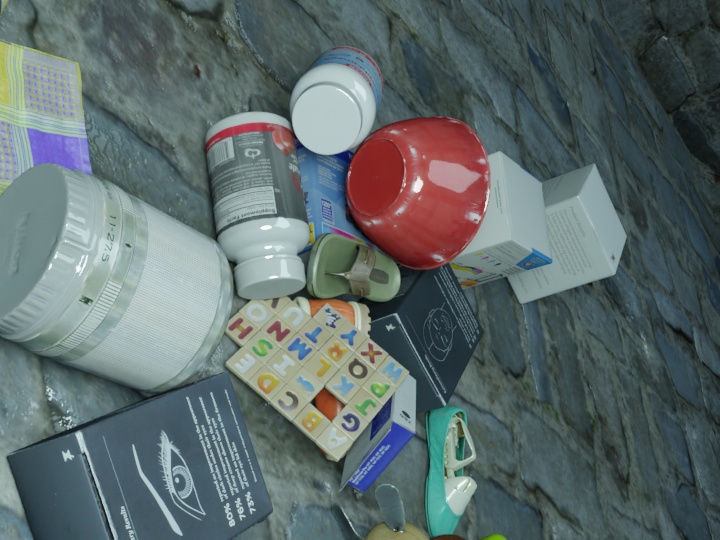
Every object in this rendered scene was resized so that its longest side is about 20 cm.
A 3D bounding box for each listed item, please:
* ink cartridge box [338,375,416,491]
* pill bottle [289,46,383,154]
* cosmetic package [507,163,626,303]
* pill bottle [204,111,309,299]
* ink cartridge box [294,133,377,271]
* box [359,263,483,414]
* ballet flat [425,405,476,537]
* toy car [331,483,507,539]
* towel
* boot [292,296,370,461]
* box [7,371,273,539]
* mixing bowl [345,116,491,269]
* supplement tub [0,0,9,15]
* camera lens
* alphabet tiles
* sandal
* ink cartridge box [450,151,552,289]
[{"bbox_3d":[0.024,0.194,1.109,0.039,0.100,0.200,37,15,-5],"label":"ink cartridge box"},{"bbox_3d":[-0.030,-0.212,1.162,0.110,0.108,0.200,59,16,-17],"label":"pill bottle"},{"bbox_3d":[0.371,-0.069,1.747,0.169,0.198,0.167,61,33,-15],"label":"cosmetic package"},{"bbox_3d":[-0.119,-0.074,1.091,0.110,0.110,0.203,12,63,-53],"label":"pill bottle"},{"bbox_3d":[-0.049,-0.098,1.246,0.136,0.076,0.203,22,54,-50],"label":"ink cartridge box"},{"bbox_3d":[0.074,0.088,1.299,0.150,0.106,0.200,61,32,-14],"label":"box"},{"bbox_3d":[0.130,0.284,1.311,0.067,0.070,0.203,33,48,-44],"label":"ballet flat"},{"bbox_3d":[0.056,0.339,1.103,0.201,0.164,0.158,51,35,-9],"label":"toy car"},{"bbox_3d":[-0.320,-0.129,0.899,0.143,0.023,0.203,12,63,-55],"label":"towel"},{"bbox_3d":[-0.051,0.129,1.138,0.106,0.075,0.203,15,65,-30],"label":"boot"},{"bbox_3d":[-0.192,0.195,0.839,0.199,0.103,0.150,-15,86,-57],"label":"box"},{"bbox_3d":[0.053,-0.106,1.159,0.108,0.199,0.203,9,66,-47],"label":"mixing bowl"},{"bbox_3d":[-0.362,-0.301,0.813,0.144,0.143,0.202,42,41,-36],"label":"supplement tub"},{"bbox_3d":[-0.226,0.012,0.835,0.199,0.159,0.162,31,49,-45],"label":"camera lens"},{"bbox_3d":[-0.058,0.103,1.075,0.199,0.008,0.167,39,45,7],"label":"alphabet tiles"},{"bbox_3d":[0.001,-0.001,1.158,0.200,0.057,0.081,7,89,-54],"label":"sandal"},{"bbox_3d":[0.173,-0.068,1.447,0.147,0.198,0.147,21,58,-50],"label":"ink cartridge box"}]
